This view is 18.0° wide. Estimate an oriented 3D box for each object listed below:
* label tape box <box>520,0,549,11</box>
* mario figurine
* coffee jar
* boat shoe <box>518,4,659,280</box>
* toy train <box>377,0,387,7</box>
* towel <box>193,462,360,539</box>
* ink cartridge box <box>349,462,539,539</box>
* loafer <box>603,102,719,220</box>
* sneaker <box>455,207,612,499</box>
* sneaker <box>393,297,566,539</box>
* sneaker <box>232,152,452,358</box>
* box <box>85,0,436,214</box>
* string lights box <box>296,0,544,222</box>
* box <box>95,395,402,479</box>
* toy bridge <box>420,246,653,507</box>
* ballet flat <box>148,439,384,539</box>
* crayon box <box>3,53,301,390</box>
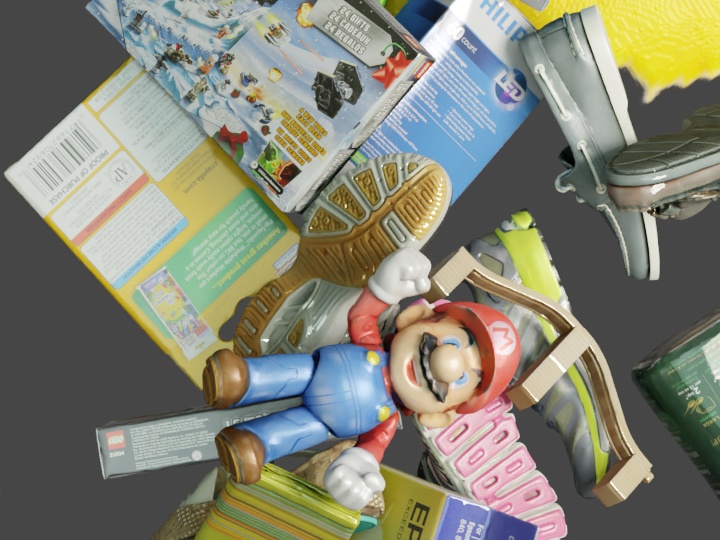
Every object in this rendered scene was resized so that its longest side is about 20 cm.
[{"bbox_3d":[0.066,-0.275,1.518,0.199,0.144,0.066,31,129,-1],"label":"label tape box"},{"bbox_3d":[0.008,0.065,1.398,0.199,0.106,0.124,-16,129,-16],"label":"mario figurine"},{"bbox_3d":[0.276,0.125,1.540,0.104,0.085,0.201,-31,88,-5],"label":"coffee jar"},{"bbox_3d":[0.157,-0.080,1.535,0.061,0.073,0.201,-15,115,7],"label":"boat shoe"},{"bbox_3d":[-0.077,-0.199,1.553,0.199,0.085,0.116,21,102,0],"label":"toy train"},{"bbox_3d":[-0.070,0.190,1.493,0.086,0.200,0.018,27,48,-5],"label":"towel"},{"bbox_3d":[0.017,0.233,1.484,0.047,0.200,0.199,19,87,-29],"label":"ink cartridge box"},{"bbox_3d":[0.224,-0.062,1.501,0.071,0.200,0.063,4,109,33],"label":"loafer"},{"bbox_3d":[0.117,0.064,1.554,0.080,0.074,0.201,-22,82,6],"label":"sneaker"},{"bbox_3d":[0.066,0.112,1.529,0.074,0.087,0.201,-31,103,-22],"label":"sneaker"},{"bbox_3d":[0.000,0.000,1.487,0.200,0.087,0.076,-47,59,26],"label":"sneaker"},{"bbox_3d":[-0.066,-0.154,1.477,0.200,0.040,0.137,46,103,15],"label":"box"},{"bbox_3d":[0.037,-0.101,1.537,0.200,0.059,0.103,-49,119,-2],"label":"string lights box"},{"bbox_3d":[-0.073,0.103,1.524,0.198,0.110,0.035,-10,89,0],"label":"box"},{"bbox_3d":[0.125,0.063,1.489,0.200,0.027,0.067,48,60,-4],"label":"toy bridge"},{"bbox_3d":[-0.069,0.158,1.525,0.199,0.070,0.066,-17,65,29],"label":"ballet flat"},{"bbox_3d":[-0.130,-0.033,1.556,0.126,0.052,0.200,-42,89,-1],"label":"crayon box"}]
